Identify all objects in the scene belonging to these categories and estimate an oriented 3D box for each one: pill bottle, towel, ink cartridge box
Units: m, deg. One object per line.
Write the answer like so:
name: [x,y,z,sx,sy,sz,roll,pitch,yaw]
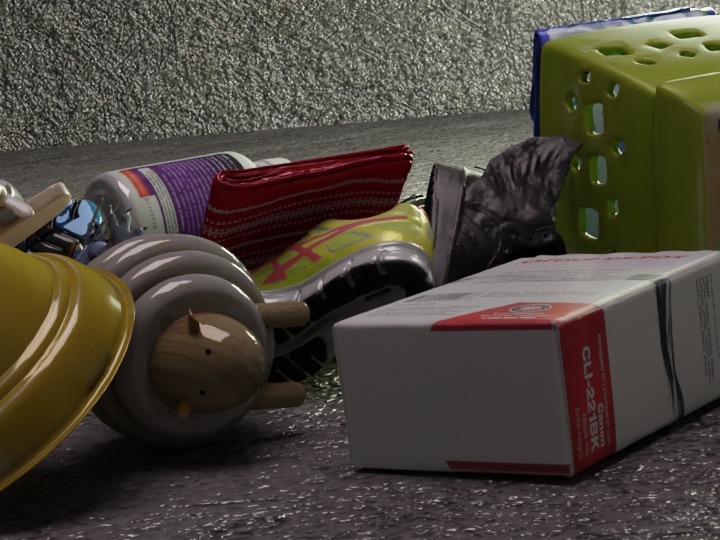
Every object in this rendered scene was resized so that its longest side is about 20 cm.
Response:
pill bottle: [-0.153,-0.052,1.912,0.199,0.112,0.111,-12,10,-33]
towel: [-0.045,-0.005,1.374,0.144,0.201,0.023,-10,52,-21]
ink cartridge box: [0.102,0.047,1.118,0.144,0.084,0.200,-2,10,37]

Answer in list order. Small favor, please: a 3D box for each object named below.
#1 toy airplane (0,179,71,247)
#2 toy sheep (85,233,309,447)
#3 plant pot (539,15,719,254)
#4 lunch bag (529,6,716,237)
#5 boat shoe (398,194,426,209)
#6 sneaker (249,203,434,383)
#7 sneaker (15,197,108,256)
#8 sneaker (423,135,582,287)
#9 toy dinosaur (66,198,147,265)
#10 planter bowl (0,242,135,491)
toy airplane: [-0.335,0.007,1.538,0.199,0.141,0.200,-28,9,42]
toy sheep: [-0.114,0.040,1.201,0.137,0.139,0.200,-11,13,-28]
plant pot: [0.254,-0.066,1.417,0.198,0.201,0.181,-9,16,-20]
lunch bag: [0.243,-0.125,1.784,0.169,0.201,0.127,-9,9,-12]
boat shoe: [0.047,-0.027,1.687,0.066,0.075,0.199,1,6,25]
sneaker: [-0.030,0.012,1.323,0.199,0.078,0.091,-16,37,28]
sneaker: [-0.313,0.012,1.800,0.199,0.082,0.073,-23,54,-13]
sneaker: [0.092,-0.011,1.349,0.104,0.201,0.060,10,-37,-4]
toy dinosaur: [-0.231,0.007,1.685,0.200,0.105,0.181,-29,0,-38]
planter bowl: [-0.229,0.041,1.102,0.200,0.084,0.201,-25,32,17]
